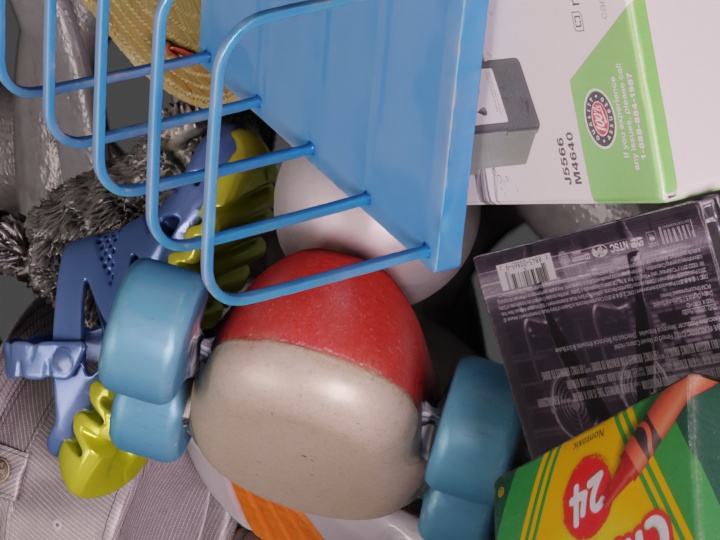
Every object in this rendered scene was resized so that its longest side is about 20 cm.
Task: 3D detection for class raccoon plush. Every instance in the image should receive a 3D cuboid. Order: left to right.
[{"bbox_3d":[-0.138,-0.043,1.486,0.097,0.199,0.135,-86,1,-60],"label":"raccoon plush"}]

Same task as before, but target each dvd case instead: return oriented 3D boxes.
[{"bbox_3d":[0.118,0.079,1.147,0.148,0.016,0.201,-15,92,56],"label":"dvd case"}]

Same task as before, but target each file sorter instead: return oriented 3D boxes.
[{"bbox_3d":[-0.055,-0.094,1.205,0.200,0.122,0.140,42,138,44],"label":"file sorter"}]

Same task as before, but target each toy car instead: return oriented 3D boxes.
[{"bbox_3d":[0.000,0.000,1.331,0.177,0.183,0.201,94,-167,-70],"label":"toy car"}]

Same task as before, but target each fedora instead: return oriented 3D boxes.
[{"bbox_3d":[-0.122,0.110,1.528,0.090,0.177,0.201,10,74,40],"label":"fedora"}]

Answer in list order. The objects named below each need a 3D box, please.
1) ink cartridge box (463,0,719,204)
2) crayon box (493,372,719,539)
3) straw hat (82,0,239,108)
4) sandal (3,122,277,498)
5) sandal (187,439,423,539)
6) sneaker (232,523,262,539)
[{"bbox_3d":[0.081,-0.103,1.177,0.200,0.084,0.146,0,103,59],"label":"ink cartridge box"},{"bbox_3d":[0.105,0.153,1.058,0.127,0.051,0.201,-35,49,49],"label":"crayon box"},{"bbox_3d":[-0.077,-0.184,1.397,0.201,0.085,0.202,39,146,33],"label":"straw hat"},{"bbox_3d":[-0.112,0.010,1.423,0.087,0.079,0.201,38,106,20],"label":"sandal"},{"bbox_3d":[0.002,0.111,1.442,0.206,0.059,0.079,26,145,26],"label":"sandal"},{"bbox_3d":[-0.056,0.177,1.538,0.200,0.080,0.074,-3,103,60],"label":"sneaker"}]
